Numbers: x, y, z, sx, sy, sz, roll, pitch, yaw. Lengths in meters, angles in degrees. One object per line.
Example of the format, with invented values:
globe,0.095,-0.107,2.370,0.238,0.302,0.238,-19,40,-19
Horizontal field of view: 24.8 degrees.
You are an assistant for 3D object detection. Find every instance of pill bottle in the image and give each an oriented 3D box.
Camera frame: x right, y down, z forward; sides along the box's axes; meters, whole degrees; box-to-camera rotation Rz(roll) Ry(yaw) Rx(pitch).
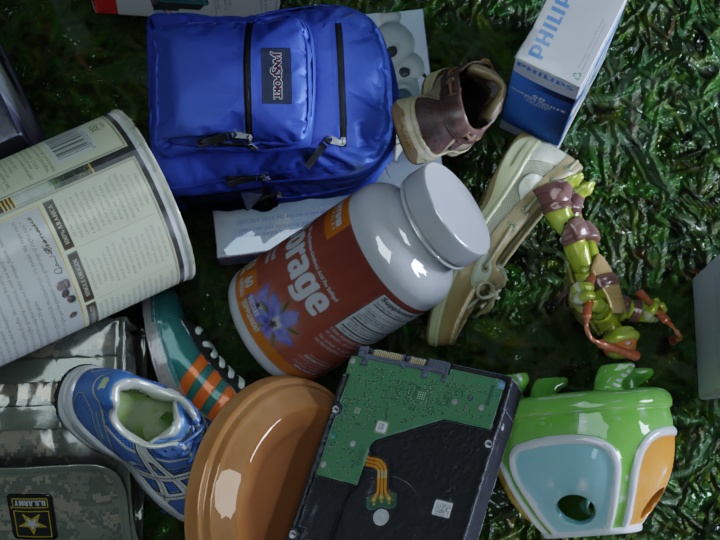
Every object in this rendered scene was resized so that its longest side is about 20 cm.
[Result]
pill bottle,0.000,0.000,1.315,0.200,0.112,0.112,-33,80,24

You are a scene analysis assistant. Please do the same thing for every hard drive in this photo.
hard drive,0.030,0.164,1.251,0.140,0.038,0.200,10,70,23

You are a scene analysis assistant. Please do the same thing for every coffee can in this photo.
coffee can,-0.246,-0.018,1.249,0.200,0.146,0.146,-25,80,-15

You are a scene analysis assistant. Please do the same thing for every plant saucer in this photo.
plant saucer,-0.055,0.183,1.287,0.037,0.200,0.200,1,77,40

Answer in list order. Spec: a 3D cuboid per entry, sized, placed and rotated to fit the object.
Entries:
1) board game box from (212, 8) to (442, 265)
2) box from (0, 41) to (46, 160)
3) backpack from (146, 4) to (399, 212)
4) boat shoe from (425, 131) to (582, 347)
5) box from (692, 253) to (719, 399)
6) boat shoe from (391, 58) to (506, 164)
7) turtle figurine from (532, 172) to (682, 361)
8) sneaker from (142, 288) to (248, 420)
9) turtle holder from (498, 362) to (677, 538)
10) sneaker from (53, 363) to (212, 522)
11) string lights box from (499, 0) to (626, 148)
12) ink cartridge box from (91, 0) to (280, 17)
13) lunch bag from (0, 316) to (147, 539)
board game box,-0.033,-0.114,1.408,0.200,0.043,0.199,-6,78,0
box,-0.346,-0.146,1.342,0.123,0.200,0.199,-25,81,-4
backpack,-0.068,-0.129,1.308,0.200,0.168,0.163,-2,87,-1
boat shoe,0.117,-0.019,1.376,0.063,0.073,0.201,26,74,9
box,0.354,0.040,1.294,0.152,0.200,0.107,-2,81,1
boat shoe,0.088,-0.135,1.334,0.072,0.200,0.072,-20,95,23
turtle figurine,0.192,0.008,1.325,0.064,0.200,0.161,-26,74,28
sneaker,-0.121,0.102,1.361,0.080,0.071,0.200,-20,88,-3
turtle holder,0.159,0.147,1.309,0.185,0.141,0.132,-5,83,-1
sneaker,-0.142,0.141,1.262,0.200,0.077,0.076,35,66,-25
string lights box,0.165,-0.175,1.336,0.059,0.200,0.103,27,82,6
ink cartridge box,-0.165,-0.281,1.412,0.200,0.067,0.116,5,57,3
lunch bag,-0.260,0.142,1.332,0.164,0.118,0.200,-2,85,3
